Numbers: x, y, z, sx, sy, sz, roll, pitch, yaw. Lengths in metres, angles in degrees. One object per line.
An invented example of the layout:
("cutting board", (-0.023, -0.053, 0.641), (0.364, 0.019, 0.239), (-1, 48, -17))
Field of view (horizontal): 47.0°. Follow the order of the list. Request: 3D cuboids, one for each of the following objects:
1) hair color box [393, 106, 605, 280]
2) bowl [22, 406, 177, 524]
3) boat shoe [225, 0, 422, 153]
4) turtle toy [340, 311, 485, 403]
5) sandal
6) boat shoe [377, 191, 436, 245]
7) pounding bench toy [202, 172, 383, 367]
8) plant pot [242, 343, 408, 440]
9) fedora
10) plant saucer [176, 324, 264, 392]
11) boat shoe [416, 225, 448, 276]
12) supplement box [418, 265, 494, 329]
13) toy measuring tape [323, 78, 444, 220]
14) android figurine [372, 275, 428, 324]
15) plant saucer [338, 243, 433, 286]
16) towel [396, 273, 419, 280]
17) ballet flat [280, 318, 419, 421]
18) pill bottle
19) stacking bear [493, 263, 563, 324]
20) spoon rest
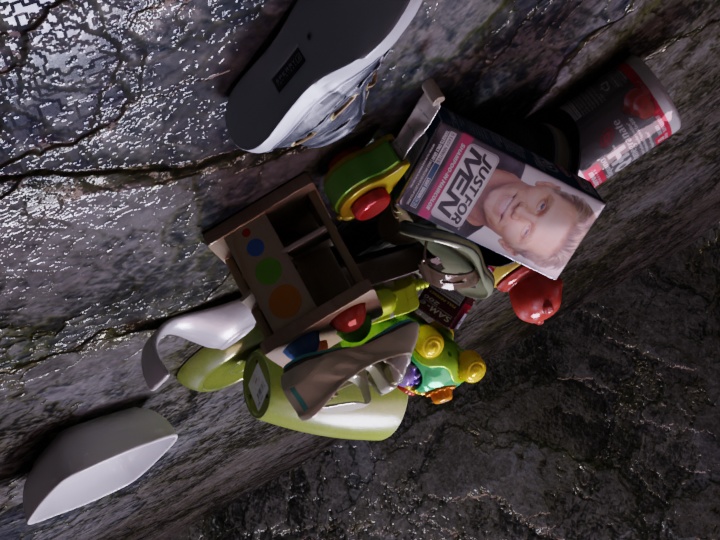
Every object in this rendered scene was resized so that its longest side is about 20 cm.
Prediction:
("hair color box", (0.142, -0.080, 0.862), (0.101, 0.198, 0.061), (-61, -165, 24))
("bowl", (-0.382, 0.271, 1.197), (0.198, 0.075, 0.200), (-12, 156, -47))
("boat shoe", (-0.012, -0.158, 0.607), (0.199, 0.072, 0.090), (-34, 166, 37))
("turtle toy", (0.065, 0.108, 1.110), (0.102, 0.198, 0.146), (-57, -156, 6))
("sandal", (0.105, 0.000, 0.969), (0.201, 0.079, 0.058), (43, 70, -51))
("boat shoe", (0.069, -0.090, 0.967), (0.065, 0.075, 0.200), (8, 152, -29))
("pounding bench toy", (-0.057, 0.023, 0.895), (0.123, 0.157, 0.200), (-30, 165, -2))
("plant pot", (-0.062, 0.159, 1.199), (0.197, 0.190, 0.187), (1, 148, -33))
("fedora", (0.165, -0.110, 0.974), (0.091, 0.203, 0.201), (20, 137, -26))
("plant saucer", (-0.176, 0.128, 1.229), (0.198, 0.031, 0.200), (-29, 165, -9))
("boat shoe", (0.101, -0.060, 1.124), (0.064, 0.073, 0.202), (-60, 164, -22))
("supplement box", (0.156, -0.020, 1.120), (0.202, 0.060, 0.109), (-58, 167, 4))
("toy measuring tape", (0.012, -0.106, 0.800), (0.073, 0.074, 0.200), (-20, 161, -33))
("android figurine", (-0.009, 0.044, 1.029), (0.197, 0.042, 0.182), (-18, -173, -16))
("plant saucer", (0.000, 0.000, 1.055), (0.197, 0.033, 0.200), (-17, -176, 1))
("towel", (-0.005, 0.053, 1.314), (0.199, 0.035, 0.132), (-12, 157, -50))
("ballet flat", (0.002, 0.103, 0.836), (0.198, 0.070, 0.069), (-15, 158, -45))
("pill bottle", (0.291, -0.167, 1.048), (0.199, 0.112, 0.110), (-35, 164, 14))
("stacking bear", (0.225, -0.017, 1.215), (0.112, 0.202, 0.122), (-25, 164, -19))
("spoon rest", (-0.194, 0.075, 1.013), (0.099, 0.061, 0.199), (-40, 175, 34))
